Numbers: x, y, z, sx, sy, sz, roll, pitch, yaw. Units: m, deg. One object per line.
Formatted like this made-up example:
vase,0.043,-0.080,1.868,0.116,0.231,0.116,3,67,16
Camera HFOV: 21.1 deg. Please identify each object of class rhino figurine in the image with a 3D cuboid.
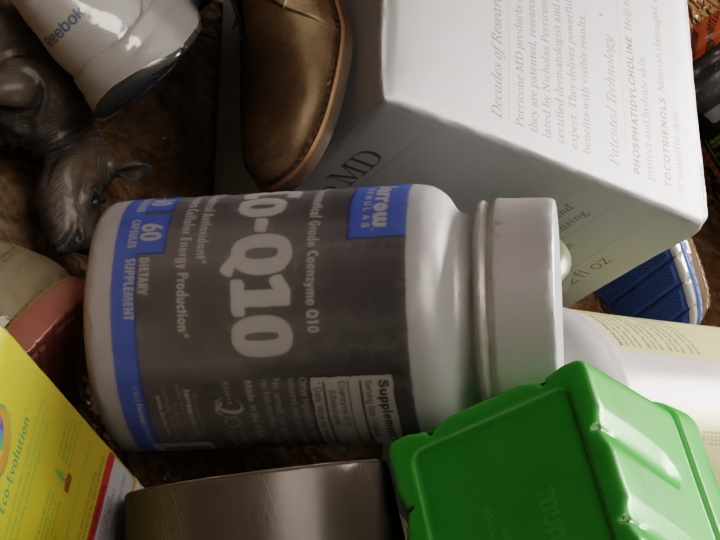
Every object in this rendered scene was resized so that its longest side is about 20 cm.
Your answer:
rhino figurine,-0.167,-0.084,0.917,0.200,0.060,0.087,54,36,-6

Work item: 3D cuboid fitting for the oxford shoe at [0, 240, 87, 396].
oxford shoe,-0.198,0.058,0.829,0.074,0.071,0.200,33,48,21

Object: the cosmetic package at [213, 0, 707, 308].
cosmetic package,0.049,-0.088,1.013,0.200,0.167,0.167,18,56,-29

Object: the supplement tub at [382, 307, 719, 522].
supplement tub,0.126,0.094,0.991,0.200,0.145,0.145,8,62,-35

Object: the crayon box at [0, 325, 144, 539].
crayon box,-0.145,0.110,0.768,0.200,0.051,0.127,61,32,-49

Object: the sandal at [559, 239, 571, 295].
sandal,0.001,-0.001,0.939,0.080,0.200,0.057,-91,168,-56

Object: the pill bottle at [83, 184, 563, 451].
pill bottle,-0.012,0.020,0.849,0.199,0.114,0.114,-3,61,8

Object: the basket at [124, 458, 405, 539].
basket,-0.032,0.184,0.797,0.180,0.136,0.201,2,77,-54

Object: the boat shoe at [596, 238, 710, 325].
boat shoe,0.160,-0.054,1.147,0.072,0.072,0.200,-17,78,-43

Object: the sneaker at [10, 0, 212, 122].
sneaker,-0.113,-0.152,0.953,0.087,0.074,0.200,45,23,-15

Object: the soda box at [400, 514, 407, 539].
soda box,0.026,0.202,0.911,0.068,0.064,0.200,-34,89,-43

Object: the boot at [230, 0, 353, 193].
boot,-0.048,-0.131,0.919,0.075,0.074,0.201,21,58,-37

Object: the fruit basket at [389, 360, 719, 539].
fruit basket,0.097,0.167,0.803,0.216,0.155,0.216,58,15,-26

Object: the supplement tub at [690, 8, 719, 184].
supplement tub,0.285,-0.078,1.222,0.122,0.122,0.200,-24,84,-43
